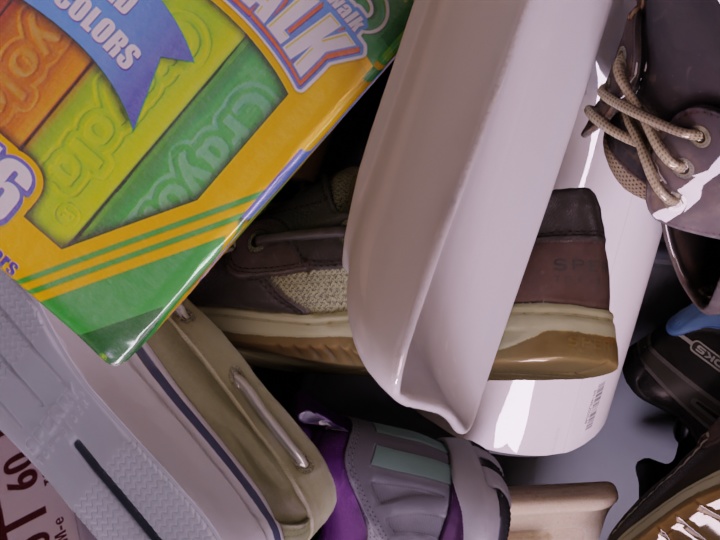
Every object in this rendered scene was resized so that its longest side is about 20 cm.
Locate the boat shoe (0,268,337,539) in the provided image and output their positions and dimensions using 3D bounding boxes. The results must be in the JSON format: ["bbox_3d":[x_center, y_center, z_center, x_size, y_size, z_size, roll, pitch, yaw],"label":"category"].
[{"bbox_3d":[-0.087,0.019,0.861,0.200,0.062,0.072,53,133,4],"label":"boat shoe"}]

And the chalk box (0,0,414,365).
[{"bbox_3d":[-0.040,-0.097,0.787,0.125,0.124,0.200,40,113,-2],"label":"chalk box"}]

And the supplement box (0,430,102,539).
[{"bbox_3d":[-0.161,0.110,0.925,0.200,0.109,0.061,-30,146,21],"label":"supplement box"}]

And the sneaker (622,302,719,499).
[{"bbox_3d":[0.150,0.089,1.048,0.083,0.071,0.200,-22,123,4],"label":"sneaker"}]

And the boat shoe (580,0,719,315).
[{"bbox_3d":[0.109,-0.043,0.820,0.073,0.075,0.200,-33,142,-3],"label":"boat shoe"}]

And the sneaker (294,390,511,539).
[{"bbox_3d":[-0.032,0.133,0.923,0.087,0.074,0.200,23,101,-21],"label":"sneaker"}]

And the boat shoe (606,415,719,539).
[{"bbox_3d":[0.163,0.062,0.959,0.200,0.065,0.073,-35,120,28],"label":"boat shoe"}]

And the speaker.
[{"bbox_3d":[0.066,-0.038,0.915,0.081,0.081,0.200,1,126,-15],"label":"speaker"}]

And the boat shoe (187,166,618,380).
[{"bbox_3d":[0.000,0.000,0.895,0.072,0.201,0.066,15,81,-49],"label":"boat shoe"}]

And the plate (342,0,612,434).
[{"bbox_3d":[0.039,-0.059,0.728,0.032,0.200,0.200,17,86,9],"label":"plate"}]

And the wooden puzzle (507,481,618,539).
[{"bbox_3d":[-0.011,0.156,1.004,0.185,0.037,0.200,-1,131,-21],"label":"wooden puzzle"}]
